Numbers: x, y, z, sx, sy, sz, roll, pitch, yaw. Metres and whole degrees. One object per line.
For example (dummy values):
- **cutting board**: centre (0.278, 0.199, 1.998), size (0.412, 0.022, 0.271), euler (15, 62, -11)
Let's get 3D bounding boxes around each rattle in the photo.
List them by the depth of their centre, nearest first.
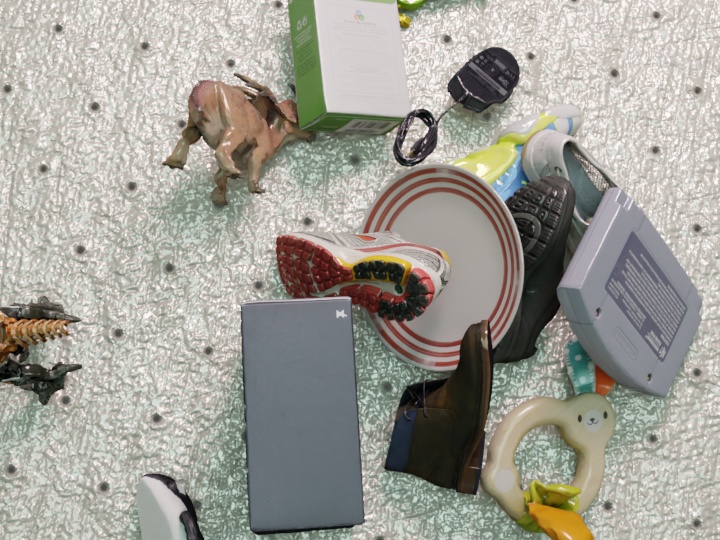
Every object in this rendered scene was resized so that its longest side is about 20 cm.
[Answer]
- **rattle**: centre (0.212, 0.157, 1.273), size (0.130, 0.143, 0.200), euler (42, 80, 4)

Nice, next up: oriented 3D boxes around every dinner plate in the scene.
- **dinner plate**: centre (0.078, -0.003, 1.303), size (0.198, 0.024, 0.203), euler (1, 91, 36)

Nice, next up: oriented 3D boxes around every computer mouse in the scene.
- **computer mouse**: centre (0.097, -0.164, 1.360), size (0.059, 0.034, 0.200), euler (43, 59, 8)

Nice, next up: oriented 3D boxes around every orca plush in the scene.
- **orca plush**: centre (-0.145, 0.278, 1.252), size (0.070, 0.106, 0.200), euler (-4, 41, -39)

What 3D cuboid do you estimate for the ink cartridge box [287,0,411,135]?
- **ink cartridge box**: centre (-0.015, -0.245, 1.361), size (0.103, 0.059, 0.203), euler (0, 78, -32)

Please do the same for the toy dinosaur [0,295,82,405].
- **toy dinosaur**: centre (-0.339, 0.074, 1.248), size (0.198, 0.135, 0.104), euler (16, 93, 41)

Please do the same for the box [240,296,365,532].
- **box**: centre (-0.056, 0.140, 1.235), size (0.102, 0.182, 0.203), euler (-3, 78, -5)

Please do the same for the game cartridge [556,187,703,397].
- **game cartridge**: centre (0.263, 0.032, 1.292), size (0.200, 0.041, 0.134), euler (46, 62, -38)

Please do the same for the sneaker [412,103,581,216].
- **sneaker**: centre (0.153, -0.086, 1.356), size (0.198, 0.076, 0.106), euler (-28, 85, -2)

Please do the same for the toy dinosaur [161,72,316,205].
- **toy dinosaur**: centre (-0.126, -0.149, 1.309), size (0.085, 0.200, 0.138), euler (3, 74, 27)

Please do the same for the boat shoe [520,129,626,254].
- **boat shoe**: centre (0.237, -0.056, 1.321), size (0.200, 0.069, 0.071), euler (46, 75, -23)

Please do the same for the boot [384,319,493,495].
- **boot**: centre (0.074, 0.130, 1.259), size (0.095, 0.202, 0.075), euler (7, 33, 6)

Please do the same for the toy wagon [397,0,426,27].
- **toy wagon**: centre (0.082, -0.353, 1.419), size (0.154, 0.040, 0.202), euler (28, 78, 2)

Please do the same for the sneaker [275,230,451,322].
- **sneaker**: centre (0.000, 0.000, 1.302), size (0.198, 0.082, 0.079), euler (14, 120, 32)

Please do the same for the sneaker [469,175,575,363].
- **sneaker**: centre (0.166, 0.001, 1.309), size (0.090, 0.076, 0.202), euler (5, 115, -41)
